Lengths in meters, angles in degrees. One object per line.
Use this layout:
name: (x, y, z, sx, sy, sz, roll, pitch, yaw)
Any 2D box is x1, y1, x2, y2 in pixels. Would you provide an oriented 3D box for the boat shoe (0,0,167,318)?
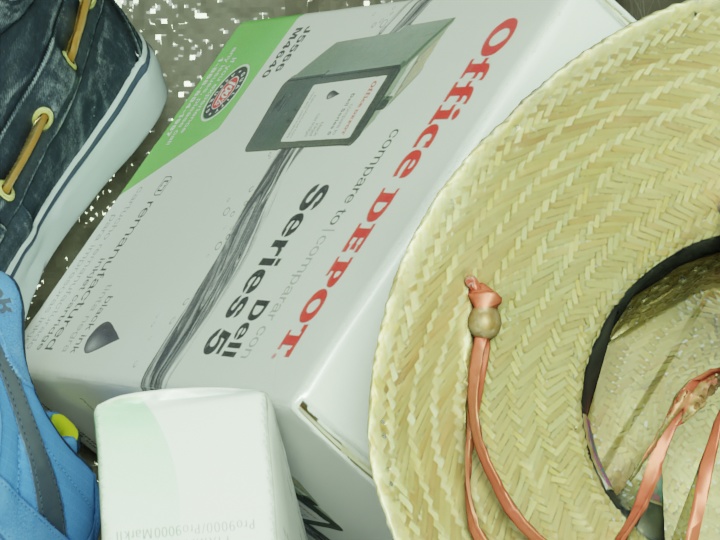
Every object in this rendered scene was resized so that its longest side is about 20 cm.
boat shoe: (-0.138, -0.029, 0.788, 0.071, 0.091, 0.200, -1, 46, 35)

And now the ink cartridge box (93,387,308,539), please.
ink cartridge box: (-0.028, 0.152, 0.641, 0.050, 0.161, 0.201, -5, 61, 3)

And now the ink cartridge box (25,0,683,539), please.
ink cartridge box: (0.000, 0.000, 0.743, 0.084, 0.200, 0.146, 42, 71, -24)

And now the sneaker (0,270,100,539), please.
sneaker: (-0.096, 0.095, 0.743, 0.066, 0.201, 0.078, 11, 36, 45)

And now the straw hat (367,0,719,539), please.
straw hat: (0.098, 0.033, 0.630, 0.200, 0.085, 0.202, 1, 78, -3)

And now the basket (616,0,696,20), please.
basket: (0.136, 0.004, 0.779, 0.136, 0.180, 0.201, 15, 60, -26)
